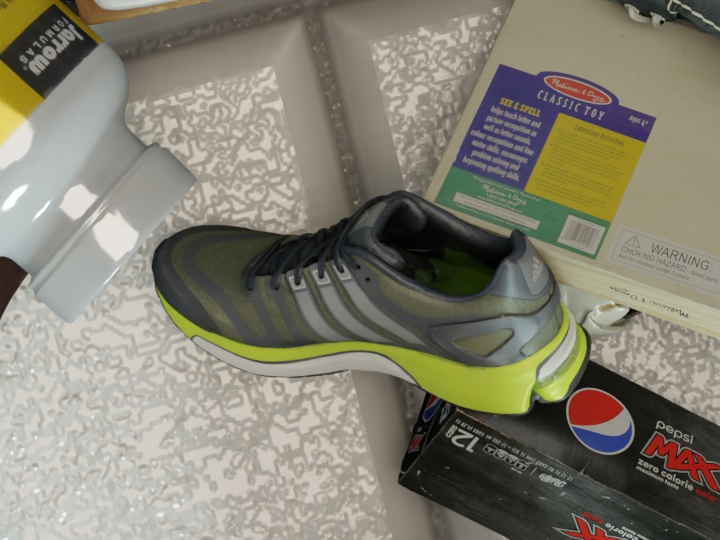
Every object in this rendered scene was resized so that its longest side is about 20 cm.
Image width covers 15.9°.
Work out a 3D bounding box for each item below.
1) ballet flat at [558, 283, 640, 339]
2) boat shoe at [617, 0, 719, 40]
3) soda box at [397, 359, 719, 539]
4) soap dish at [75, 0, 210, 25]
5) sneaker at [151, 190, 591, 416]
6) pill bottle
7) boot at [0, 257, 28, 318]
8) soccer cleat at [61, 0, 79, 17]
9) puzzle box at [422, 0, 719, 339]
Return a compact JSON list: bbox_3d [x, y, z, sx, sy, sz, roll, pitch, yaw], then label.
[{"bbox_3d":[0.123,-0.012,1.153,0.199,0.073,0.073,-24,96,-4],"label":"ballet flat"},{"bbox_3d":[0.127,-0.144,1.130,0.200,0.075,0.060,48,117,16],"label":"boat shoe"},{"bbox_3d":[0.122,0.099,1.150,0.199,0.071,0.064,28,50,-7],"label":"soda box"},{"bbox_3d":[-0.035,-0.198,1.050,0.198,0.081,0.158,-12,117,0],"label":"soap dish"},{"bbox_3d":[0.000,0.000,1.104,0.199,0.074,0.081,7,136,22],"label":"sneaker"},{"bbox_3d":[-0.166,-0.075,1.054,0.200,0.112,0.112,42,89,-5],"label":"pill bottle"},{"bbox_3d":[-0.182,0.033,1.120,0.166,0.072,0.200,-44,93,0],"label":"boot"},{"bbox_3d":[-0.194,-0.177,1.118,0.200,0.073,0.068,40,50,-22],"label":"soccer cleat"},{"bbox_3d":[0.139,-0.043,1.117,0.199,0.025,0.134,20,63,12],"label":"puzzle box"}]
